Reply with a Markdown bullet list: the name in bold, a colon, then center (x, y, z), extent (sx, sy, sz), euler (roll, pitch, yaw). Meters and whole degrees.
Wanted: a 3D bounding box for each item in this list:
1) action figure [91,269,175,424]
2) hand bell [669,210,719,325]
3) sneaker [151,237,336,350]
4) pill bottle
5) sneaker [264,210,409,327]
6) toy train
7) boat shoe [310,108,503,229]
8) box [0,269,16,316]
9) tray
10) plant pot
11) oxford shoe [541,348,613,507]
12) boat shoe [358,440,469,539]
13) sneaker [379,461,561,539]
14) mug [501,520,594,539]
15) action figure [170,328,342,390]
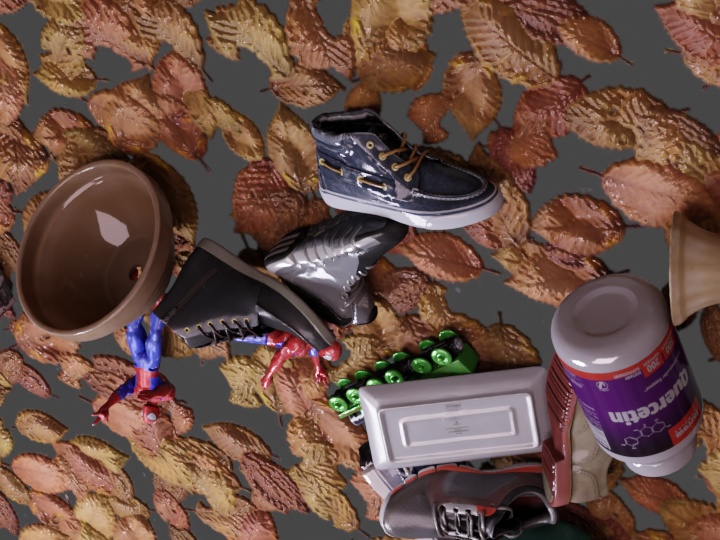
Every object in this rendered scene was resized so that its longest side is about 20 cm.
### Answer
- **action figure**: center (-0.258, 0.108, 1.984), extent (0.065, 0.099, 0.201), euler (16, 131, 22)
- **hand bell**: center (0.380, -0.002, 1.557), extent (0.199, 0.104, 0.105), euler (0, 122, 16)
- **sneaker**: center (-0.122, 0.057, 1.839), extent (0.200, 0.106, 0.075), euler (31, 169, 31)
- **pill bottle**: center (0.259, 0.105, 1.652), extent (0.112, 0.113, 0.200), euler (0, 138, 31)
- **sneaker**: center (0.000, 0.000, 1.786), extent (0.199, 0.075, 0.116), euler (-14, 119, 48)
- **toy train**: center (0.045, 0.119, 1.858), extent (0.056, 0.042, 0.200), euler (45, 133, -19)
- **boat shoe**: center (0.040, -0.100, 1.682), extent (0.199, 0.071, 0.091), euler (8, 129, 29)
- **box**: center (-0.519, -0.031, 2.080), extent (0.157, 0.050, 0.201), euler (-3, 120, 33)
- **tray**: center (0.103, 0.159, 1.812), extent (0.199, 0.022, 0.108), euler (-7, 118, 9)
- **plant pot**: center (-0.270, -0.011, 1.889), extent (0.200, 0.202, 0.093), euler (-3, 159, 33)
- **oxford shoe**: center (0.228, 0.145, 1.762), extent (0.074, 0.071, 0.201), euler (-2, 119, -9)
- **boat shoe**: center (0.093, 0.245, 1.898), extent (0.093, 0.075, 0.200), euler (-35, 112, 25)
- **sneaker**: center (0.117, 0.250, 1.827), extent (0.199, 0.082, 0.077), euler (-12, 113, 4)
- **mug**: center (0.208, 0.354, 1.872), extent (0.152, 0.114, 0.185), euler (-27, 106, 40)
- **action figure**: center (-0.108, 0.088, 1.910), extent (0.199, 0.065, 0.100), euler (11, 120, 26)
